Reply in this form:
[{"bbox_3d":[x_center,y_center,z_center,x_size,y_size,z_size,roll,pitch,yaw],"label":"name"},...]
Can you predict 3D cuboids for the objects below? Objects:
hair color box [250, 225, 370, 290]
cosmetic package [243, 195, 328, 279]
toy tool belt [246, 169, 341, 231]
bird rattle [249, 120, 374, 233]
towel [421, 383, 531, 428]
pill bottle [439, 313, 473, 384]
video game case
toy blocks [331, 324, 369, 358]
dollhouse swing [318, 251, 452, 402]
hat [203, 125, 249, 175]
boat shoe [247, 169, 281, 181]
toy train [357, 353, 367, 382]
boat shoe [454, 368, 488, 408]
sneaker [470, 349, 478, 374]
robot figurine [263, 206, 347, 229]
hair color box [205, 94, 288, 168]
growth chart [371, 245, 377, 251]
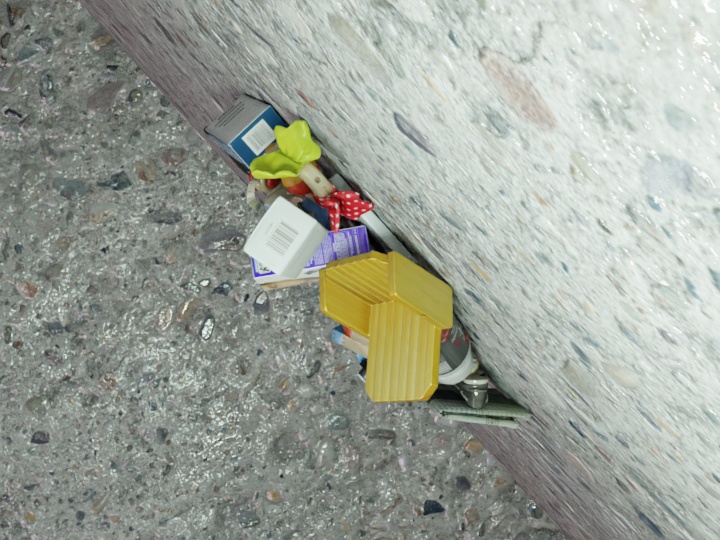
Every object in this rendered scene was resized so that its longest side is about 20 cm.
[{"bbox_3d":[-0.081,-0.020,1.637,0.109,0.200,0.065,69,-167,-77],"label":"hair color box"},{"bbox_3d":[-0.112,-0.048,1.481,0.074,0.102,0.200,35,179,3],"label":"cosmetic package"},{"bbox_3d":[-0.096,-0.113,1.652,0.123,0.125,0.200,10,154,31],"label":"toy tool belt"},{"bbox_3d":[-0.078,-0.149,1.513,0.200,0.113,0.163,37,178,-27],"label":"bird rattle"},{"bbox_3d":[0.217,0.267,1.905,0.200,0.035,0.193,6,-173,-16],"label":"towel"},{"bbox_3d":[0.131,0.123,1.705,0.111,0.111,0.200,43,173,41],"label":"pill bottle"},{"bbox_3d":[0.010,-0.082,1.649,0.200,0.023,0.182,47,175,-6],"label":"video game case"},{"bbox_3d":[0.007,0.074,1.735,0.137,0.100,0.200,25,124,38],"label":"toy blocks"},{"bbox_3d":[0.025,0.095,1.518,0.182,0.176,0.200,31,155,-30],"label":"dollhouse swing"},{"bbox_3d":[-0.222,-0.255,1.953,0.201,0.081,0.201,38,173,6],"label":"hat"},{"bbox_3d":[-0.129,-0.183,1.758,0.200,0.084,0.069,27,174,-5],"label":"boat shoe"},{"bbox_3d":[0.083,0.143,1.821,0.114,0.200,0.087,38,-179,-36],"label":"toy train"},{"bbox_3d":[0.218,0.230,1.897,0.200,0.067,0.057,-69,-19,-88],"label":"boat shoe"},{"bbox_3d":[0.157,0.156,1.900,0.082,0.078,0.200,44,174,-36],"label":"sneaker"},{"bbox_3d":[-0.110,-0.108,1.924,0.170,0.113,0.200,7,-158,-36],"label":"robot figurine"},{"bbox_3d":[-0.202,-0.249,1.692,0.061,0.100,0.200,49,175,-26],"label":"hair color box"},{"bbox_3d":[0.000,0.000,1.777,0.145,0.018,0.200,50,152,-7],"label":"growth chart"}]
